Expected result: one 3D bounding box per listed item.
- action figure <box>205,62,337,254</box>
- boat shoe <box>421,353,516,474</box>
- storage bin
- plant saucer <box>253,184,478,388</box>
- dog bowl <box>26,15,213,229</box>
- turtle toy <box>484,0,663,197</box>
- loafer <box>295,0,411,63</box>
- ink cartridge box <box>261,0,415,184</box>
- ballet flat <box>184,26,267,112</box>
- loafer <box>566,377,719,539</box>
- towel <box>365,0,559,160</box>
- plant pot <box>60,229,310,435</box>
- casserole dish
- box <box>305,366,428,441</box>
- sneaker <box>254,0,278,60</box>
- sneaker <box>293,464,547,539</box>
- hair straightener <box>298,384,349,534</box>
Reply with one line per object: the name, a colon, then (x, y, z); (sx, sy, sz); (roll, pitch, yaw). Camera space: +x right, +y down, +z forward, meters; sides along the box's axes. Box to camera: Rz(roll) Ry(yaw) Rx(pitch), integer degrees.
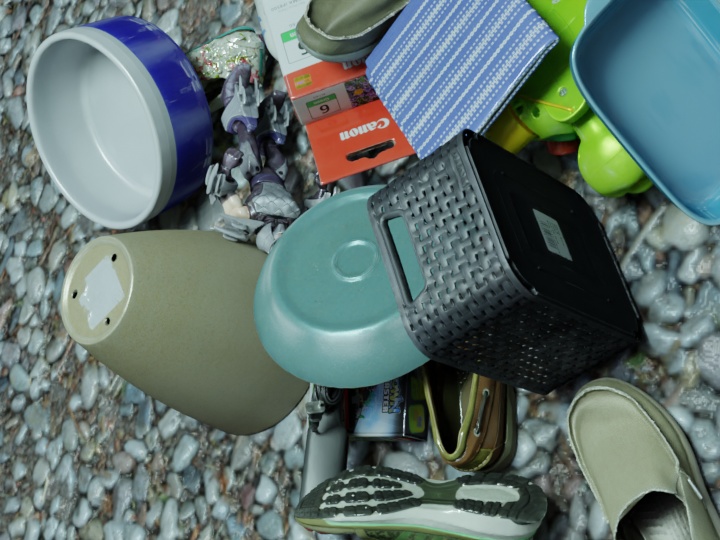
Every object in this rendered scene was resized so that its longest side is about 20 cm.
action figure: (-0.088, -0.091, 1.191); (0.069, 0.129, 0.202); (-42, 46, 34)
boat shoe: (0.084, 0.060, 1.036); (0.071, 0.068, 0.203); (-22, 64, 32)
storage bin: (0.109, -0.002, 0.946); (0.093, 0.199, 0.137); (-32, 59, 26)
plant saucer: (0.000, 0.000, 1.048); (0.197, 0.036, 0.202); (-10, 51, 13)
dog bowl: (-0.242, -0.149, 1.292); (0.198, 0.078, 0.203); (20, 124, 33)
turtle toy: (0.168, -0.142, 1.001); (0.145, 0.100, 0.202); (-41, 47, 25)
loafer: (0.023, -0.257, 1.117); (0.200, 0.070, 0.075); (-41, 69, -19)
ink cartridge box: (-0.016, -0.187, 1.166); (0.107, 0.050, 0.202); (-18, 63, 3)
ballet flat: (-0.175, -0.188, 1.320); (0.198, 0.075, 0.065); (-18, 83, 38)
loafer: (0.204, 0.157, 0.909); (0.076, 0.068, 0.201); (-43, 54, 20)
towel: (0.075, -0.169, 1.021); (0.145, 0.024, 0.201); (-52, 35, 20)
plant pot: (-0.162, 0.039, 1.155); (0.185, 0.199, 0.190); (-12, 69, 35)
casserole dish: (0.227, -0.125, 0.921); (0.121, 0.200, 0.039); (-45, 13, -8)
box: (0.012, 0.045, 1.120); (0.109, 0.035, 0.203); (-6, 73, 37)
sneaker: (-0.088, -0.293, 1.278); (0.071, 0.072, 0.203); (-25, 64, 29)
sneaker: (0.044, 0.207, 0.988); (0.197, 0.077, 0.090); (2, 110, 14)
hair straightener: (-0.021, 0.112, 1.059); (0.040, 0.077, 0.203); (9, 75, 7)
